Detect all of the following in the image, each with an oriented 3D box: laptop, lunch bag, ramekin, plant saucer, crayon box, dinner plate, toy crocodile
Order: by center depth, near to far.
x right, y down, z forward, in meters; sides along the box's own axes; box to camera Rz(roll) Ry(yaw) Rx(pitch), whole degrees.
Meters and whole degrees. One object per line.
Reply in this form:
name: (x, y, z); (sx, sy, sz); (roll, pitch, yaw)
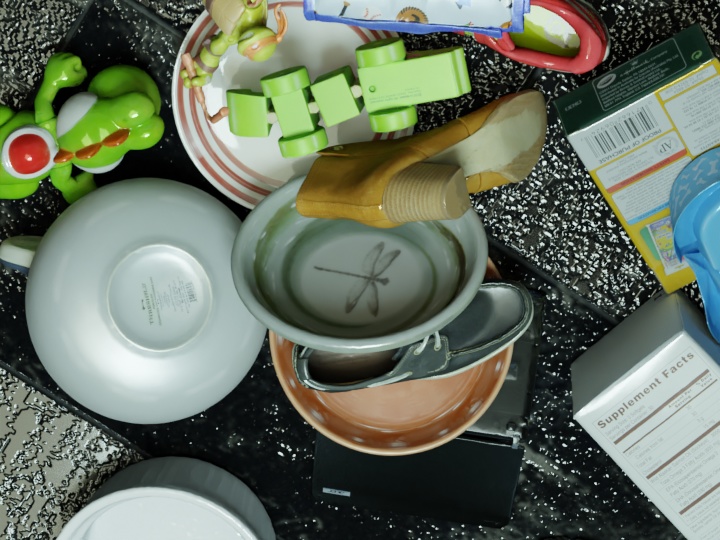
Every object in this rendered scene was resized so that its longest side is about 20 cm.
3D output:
lunch bag: (0.047, -0.272, 1.362); (0.169, 0.124, 0.201); (5, 77, 6)
plant saucer: (0.000, 0.000, 1.449); (0.199, 0.201, 0.050); (1, 136, 5)
toy crocodile: (-0.012, -0.138, 1.452); (0.199, 0.062, 0.068); (-14, 106, 14)
crayon box: (0.250, -0.083, 1.454); (0.125, 0.052, 0.200); (-28, 130, 13)
dinner plate: (-0.053, -0.140, 1.506); (0.199, 0.024, 0.201); (1, 108, 4)
plant saucer: (0.025, 0.050, 1.526); (0.199, 0.032, 0.202); (0, 84, 0)
laptop: (0.056, 0.109, 1.587); (0.176, 0.103, 0.201); (8, 84, 2)
ramekin: (-0.164, 0.259, 1.611); (0.199, 0.098, 0.202); (2, 108, 5)

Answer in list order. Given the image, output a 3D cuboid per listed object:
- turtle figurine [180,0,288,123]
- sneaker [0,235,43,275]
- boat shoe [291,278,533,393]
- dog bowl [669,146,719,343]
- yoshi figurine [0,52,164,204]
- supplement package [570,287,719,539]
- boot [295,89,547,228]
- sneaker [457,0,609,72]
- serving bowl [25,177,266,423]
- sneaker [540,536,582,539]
turtle figurine: (-0.100, -0.221, 1.420); (0.162, 0.064, 0.200); (59, 145, 19)
sneaker: (-0.214, 0.037, 1.552); (0.199, 0.075, 0.085); (22, 105, -3)
boat shoe: (0.044, 0.054, 1.477); (0.199, 0.068, 0.072); (-15, 86, -3)
dog bowl: (0.305, -0.019, 1.455); (0.111, 0.050, 0.200); (-24, 132, 10)
yoshi figurine: (-0.240, -0.115, 1.510); (0.199, 0.112, 0.113); (-9, 67, 23)
supplement package: (0.278, 0.132, 1.517); (0.117, 0.117, 0.200); (-40, 100, 17)
boot: (0.048, -0.093, 1.458); (0.143, 0.201, 0.071); (5, 119, 33)
sneaker: (0.099, -0.206, 1.429); (0.199, 0.085, 0.077); (19, 108, -2)
serving bowl: (-0.164, 0.023, 1.486); (0.199, 0.066, 0.201); (1, 86, -15)
sneaker: (0.142, 0.287, 1.615); (0.199, 0.077, 0.085); (-6, 119, 14)
